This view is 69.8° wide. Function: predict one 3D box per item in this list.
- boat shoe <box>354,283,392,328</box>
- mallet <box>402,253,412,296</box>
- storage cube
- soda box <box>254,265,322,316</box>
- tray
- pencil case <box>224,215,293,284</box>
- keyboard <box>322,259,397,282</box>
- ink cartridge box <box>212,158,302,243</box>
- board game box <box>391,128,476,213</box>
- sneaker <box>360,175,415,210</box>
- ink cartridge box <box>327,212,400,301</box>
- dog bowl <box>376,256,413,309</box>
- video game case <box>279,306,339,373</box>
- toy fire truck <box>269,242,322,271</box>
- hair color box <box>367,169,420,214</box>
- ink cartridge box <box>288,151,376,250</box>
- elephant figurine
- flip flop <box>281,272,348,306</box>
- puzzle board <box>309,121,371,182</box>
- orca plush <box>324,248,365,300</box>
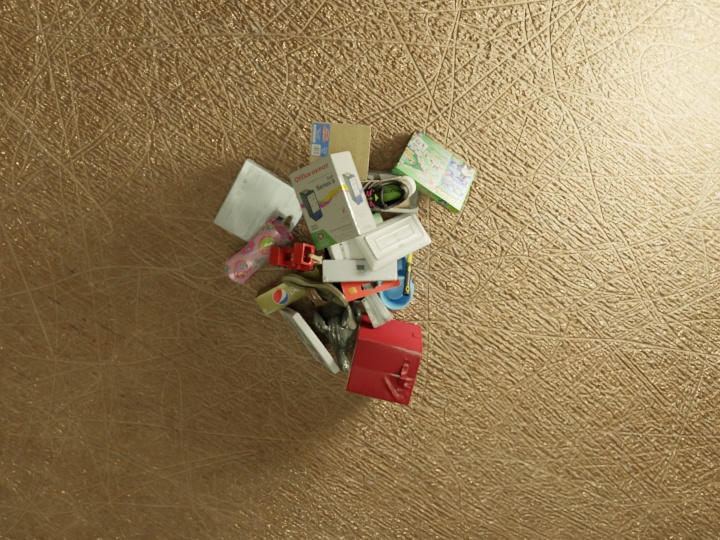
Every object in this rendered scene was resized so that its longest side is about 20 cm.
[{"bbox_3d":[0.008,0.065,1.412,0.067,0.074,0.201,-34,75,1],"label":"boat shoe"},{"bbox_3d":[0.139,-0.023,1.375,0.065,0.202,0.041,10,153,-19],"label":"mallet"},{"bbox_3d":[0.067,0.242,1.444,0.178,0.200,0.172,13,109,2],"label":"storage cube"},{"bbox_3d":[-0.192,0.048,1.441,0.199,0.068,0.064,-28,106,8],"label":"soda box"},{"bbox_3d":[0.089,-0.085,1.351,0.199,0.022,0.108,-26,81,-25],"label":"tray"},{"bbox_3d":[-0.269,-0.053,1.358,0.200,0.088,0.087,-41,104,14],"label":"pencil case"},{"bbox_3d":[0.000,0.000,1.332,0.198,0.011,0.057,-1,82,-15],"label":"keyboard"},{"bbox_3d":[-0.262,-0.164,1.384,0.199,0.043,0.197,30,107,-13],"label":"ink cartridge box"},{"bbox_3d":[0.192,-0.254,1.324,0.199,0.029,0.135,32,67,-10],"label":"board game box"},{"bbox_3d":[0.036,-0.183,1.266,0.198,0.088,0.074,-11,106,12],"label":"sneaker"},{"bbox_3d":[0.006,-0.038,1.352,0.160,0.050,0.201,-16,72,-15],"label":"ink cartridge box"},{"bbox_3d":[0.093,0.019,1.444,0.110,0.050,0.202,-7,109,2],"label":"dog bowl"},{"bbox_3d":[-0.147,0.187,1.434,0.024,0.182,0.201,-39,106,-15],"label":"video game case"},{"bbox_3d":[-0.148,-0.029,1.291,0.140,0.200,0.049,2,84,25],"label":"toy fire truck"},{"bbox_3d":[0.057,-0.210,1.361,0.198,0.061,0.100,4,107,-2],"label":"hair color box"},{"bbox_3d":[-0.068,-0.167,1.246,0.145,0.087,0.201,-15,95,36],"label":"ink cartridge box"},{"bbox_3d":[-0.061,0.147,1.406,0.155,0.200,0.142,33,106,-11],"label":"elephant figurine"},{"bbox_3d":[-0.122,0.060,1.341,0.199,0.081,0.058,18,66,17],"label":"flip flop"},{"bbox_3d":[-0.055,-0.268,1.305,0.149,0.017,0.202,6,106,3],"label":"puzzle board"},{"bbox_3d":[-0.056,-0.007,1.373,0.105,0.071,0.201,-21,83,29],"label":"orca plush"}]
